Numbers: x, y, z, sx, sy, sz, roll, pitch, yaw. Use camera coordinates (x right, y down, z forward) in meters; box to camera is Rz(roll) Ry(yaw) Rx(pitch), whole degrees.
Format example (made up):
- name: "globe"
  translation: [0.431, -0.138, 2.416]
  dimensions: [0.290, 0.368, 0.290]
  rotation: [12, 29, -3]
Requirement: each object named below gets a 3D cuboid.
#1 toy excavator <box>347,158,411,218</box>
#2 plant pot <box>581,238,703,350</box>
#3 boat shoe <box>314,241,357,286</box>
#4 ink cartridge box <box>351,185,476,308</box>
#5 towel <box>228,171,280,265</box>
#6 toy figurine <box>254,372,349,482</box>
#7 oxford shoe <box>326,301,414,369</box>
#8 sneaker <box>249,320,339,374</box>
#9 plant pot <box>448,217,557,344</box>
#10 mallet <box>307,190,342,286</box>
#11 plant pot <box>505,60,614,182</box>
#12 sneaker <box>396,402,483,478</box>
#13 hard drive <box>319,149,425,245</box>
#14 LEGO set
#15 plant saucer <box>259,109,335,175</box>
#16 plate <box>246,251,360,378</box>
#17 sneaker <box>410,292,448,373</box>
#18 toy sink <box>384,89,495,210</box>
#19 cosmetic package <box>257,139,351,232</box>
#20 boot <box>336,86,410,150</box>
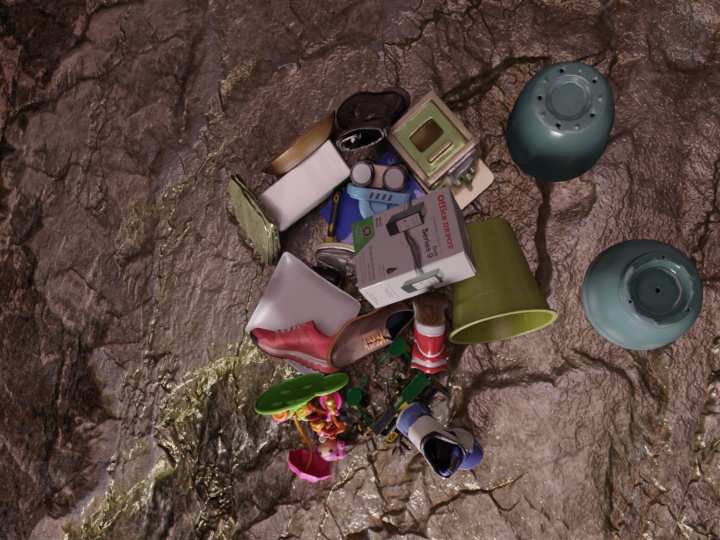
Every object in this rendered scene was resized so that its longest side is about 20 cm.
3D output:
- name: "toy excavator"
  translation: [0.062, -0.108, 1.054]
  dimensions: [0.189, 0.100, 0.206]
  rotation: [9, 106, 5]
- name: "plant pot"
  translation: [0.504, 0.037, 0.929]
  dimensions: [0.194, 0.134, 0.207]
  rotation: [-1, 83, 12]
- name: "boat shoe"
  translation: [0.000, 0.000, 1.055]
  dimensions: [0.195, 0.072, 0.066]
  rotation: [18, 66, -12]
- name: "ink cartridge box"
  translation: [0.092, -0.041, 0.945]
  dimensions: [0.196, 0.084, 0.149]
  rotation: [-20, 56, 18]
- name: "towel"
  translation: [-0.217, -0.100, 1.087]
  dimensions: [0.036, 0.201, 0.149]
  rotation: [-34, 75, -17]
- name: "toy figurine"
  translation: [-0.088, 0.316, 1.040]
  dimensions: [0.195, 0.150, 0.189]
  rotation: [-16, 99, 12]
- name: "oxford shoe"
  translation: [0.020, 0.122, 1.026]
  dimensions: [0.198, 0.072, 0.072]
  rotation: [-38, 113, -17]
- name: "sneaker"
  translation: [-0.124, 0.136, 1.066]
  dimensions: [0.195, 0.074, 0.089]
  rotation: [17, 92, 7]
- name: "plant pot"
  translation: [0.241, 0.016, 0.983]
  dimensions: [0.195, 0.200, 0.195]
  rotation: [-13, 68, 11]
- name: "mallet"
  translation: [-0.055, -0.059, 1.101]
  dimensions: [0.064, 0.041, 0.205]
  rotation: [20, 101, 15]
- name: "plant pot"
  translation: [0.374, -0.286, 0.982]
  dimensions: [0.195, 0.161, 0.207]
  rotation: [-2, 83, 12]
- name: "sneaker"
  translation: [0.155, 0.326, 0.946]
  dimensions: [0.198, 0.115, 0.081]
  rotation: [36, 96, -29]
- name: "hard drive"
  translation: [0.026, -0.137, 1.117]
  dimensions: [0.199, 0.025, 0.133]
  rotation: [-40, 77, 6]
- name: "LEGO set"
  translation: [0.080, 0.245, 1.039]
  dimensions: [0.153, 0.115, 0.202]
  rotation: [35, 89, 44]
- name: "plant saucer"
  translation: [-0.120, -0.254, 1.095]
  dimensions: [0.198, 0.201, 0.036]
  rotation: [-38, 107, 7]
- name: "plate"
  translation: [-0.118, 0.096, 1.102]
  dimensions: [0.198, 0.032, 0.203]
  rotation: [33, 105, 11]
- name: "sneaker"
  translation: [0.130, 0.116, 0.993]
  dimensions: [0.069, 0.200, 0.116]
  rotation: [2, 106, 10]
- name: "toy sink"
  translation: [0.160, -0.225, 1.050]
  dimensions: [0.130, 0.112, 0.202]
  rotation: [-39, 77, 7]
- name: "cosmetic package"
  translation: [-0.113, -0.173, 1.106]
  dimensions: [0.198, 0.108, 0.086]
  rotation: [-38, 93, 8]
- name: "boot"
  translation: [-0.003, -0.292, 1.049]
  dimensions: [0.196, 0.175, 0.070]
  rotation: [-6, 126, 39]
